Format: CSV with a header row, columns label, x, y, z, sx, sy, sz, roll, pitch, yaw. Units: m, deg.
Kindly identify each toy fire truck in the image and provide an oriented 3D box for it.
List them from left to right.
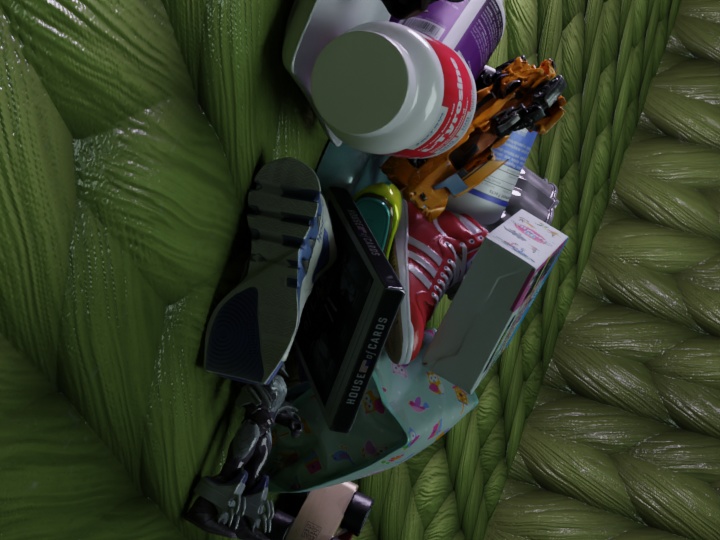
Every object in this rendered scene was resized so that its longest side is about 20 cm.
label,x,y,z,sx,sy,sz,roll,pitch,yaw
toy fire truck,-0.056,0.351,1.674,0.200,0.128,0.176,107,9,-52

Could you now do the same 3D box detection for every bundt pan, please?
label,x,y,z,sx,sy,sz,roll,pitch,yaw
bundt pan,0.153,-0.063,1.862,0.202,0.076,0.202,-40,-159,19

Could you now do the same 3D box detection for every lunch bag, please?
label,x,y,z,sx,sy,sz,roll,pitch,yaw
lunch bag,-0.006,0.157,1.518,0.200,0.122,0.170,-35,170,31

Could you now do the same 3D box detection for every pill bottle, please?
label,x,y,z,sx,sy,sz,roll,pitch,yaw
pill bottle,0.028,-0.155,1.272,0.200,0.112,0.113,-9,116,-73
pill bottle,0.077,-0.232,1.479,0.113,0.112,0.200,92,21,-44
pill bottle,0.119,-0.118,1.585,0.201,0.112,0.112,-67,166,8

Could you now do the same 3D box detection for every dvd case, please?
label,x,y,z,sx,sy,sz,roll,pitch,yaw
dvd case,-0.019,0.032,1.351,0.200,0.025,0.151,-119,-136,-57

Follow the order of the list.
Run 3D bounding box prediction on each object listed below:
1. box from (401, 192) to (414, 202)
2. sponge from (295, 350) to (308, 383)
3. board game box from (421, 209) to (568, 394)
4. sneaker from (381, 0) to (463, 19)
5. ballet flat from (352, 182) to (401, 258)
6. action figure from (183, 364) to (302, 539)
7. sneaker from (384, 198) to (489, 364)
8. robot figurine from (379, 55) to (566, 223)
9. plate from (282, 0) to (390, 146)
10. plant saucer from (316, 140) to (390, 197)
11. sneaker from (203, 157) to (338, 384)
label,x,y,z,sx,sy,sz,roll,pitch,yaw
box,0.082,-0.116,1.748,0.200,0.048,0.159,88,24,-51
sponge,-0.028,0.102,1.617,0.112,0.030,0.200,-54,158,-32
board game box,0.140,0.027,1.506,0.148,0.064,0.200,-63,171,17
sneaker,0.050,-0.266,1.329,0.091,0.066,0.200,-70,161,-1
ballet flat,0.000,0.000,1.452,0.067,0.067,0.201,-59,168,-62
action figure,-0.097,0.152,1.380,0.130,0.069,0.201,32,72,-65
sneaker,0.077,0.012,1.473,0.071,0.112,0.201,113,-18,-49
robot figurine,0.119,-0.139,1.463,0.200,0.145,0.058,-37,117,-1
plate,-0.017,-0.234,1.299,0.200,0.032,0.201,51,58,-71
plant saucer,-0.007,-0.071,1.511,0.200,0.036,0.201,18,90,-75
sneaker,-0.065,0.007,1.303,0.115,0.080,0.200,23,83,-73
